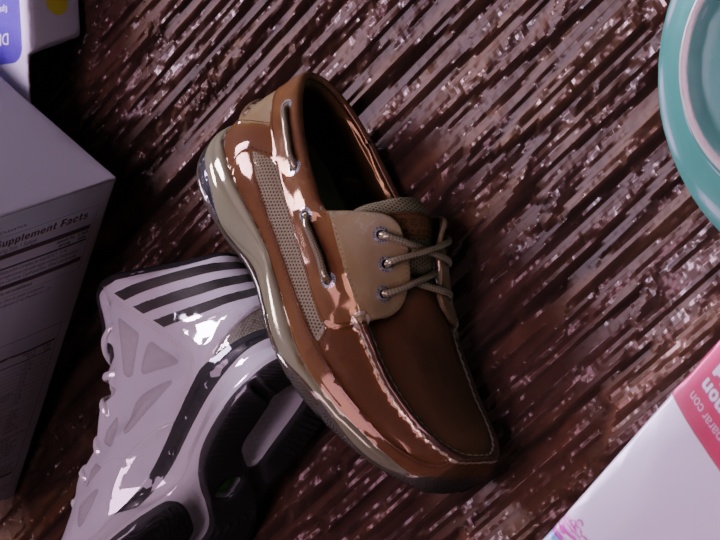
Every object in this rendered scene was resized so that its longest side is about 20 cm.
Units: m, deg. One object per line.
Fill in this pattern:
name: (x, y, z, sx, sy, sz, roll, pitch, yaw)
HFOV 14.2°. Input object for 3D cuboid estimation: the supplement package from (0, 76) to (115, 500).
supplement package: (-0.238, 0.010, 1.348, 0.152, 0.151, 0.200, 40, 129, 26)

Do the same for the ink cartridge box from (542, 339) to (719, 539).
ink cartridge box: (0.142, 0.105, 1.017, 0.200, 0.147, 0.086, -50, 58, 32)

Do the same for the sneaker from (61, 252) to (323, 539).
sneaker: (-0.095, 0.075, 1.312, 0.201, 0.076, 0.115, -51, 49, 23)

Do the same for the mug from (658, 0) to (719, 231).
mug: (0.187, -0.080, 0.992, 0.185, 0.114, 0.152, -53, 56, 31)

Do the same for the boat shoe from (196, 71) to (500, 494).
boat shoe: (0.000, 0.000, 1.205, 0.074, 0.076, 0.200, -49, 60, 30)

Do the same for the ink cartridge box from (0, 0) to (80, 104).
ink cartridge box: (-0.217, -0.153, 1.435, 0.197, 0.047, 0.201, -3, 91, 43)
